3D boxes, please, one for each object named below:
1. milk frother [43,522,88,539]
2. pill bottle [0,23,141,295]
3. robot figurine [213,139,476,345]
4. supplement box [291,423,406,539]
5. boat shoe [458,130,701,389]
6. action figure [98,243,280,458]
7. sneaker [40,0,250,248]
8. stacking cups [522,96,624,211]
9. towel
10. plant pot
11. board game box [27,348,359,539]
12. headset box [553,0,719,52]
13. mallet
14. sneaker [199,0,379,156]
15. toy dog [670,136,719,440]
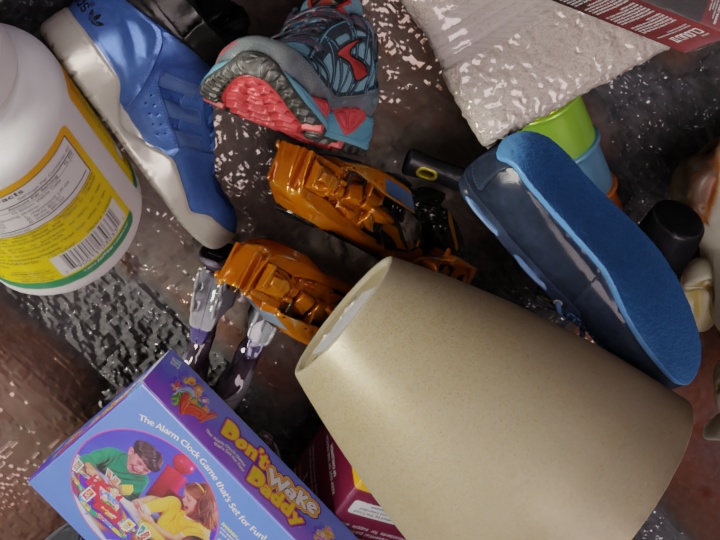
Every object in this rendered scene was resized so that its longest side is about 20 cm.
[{"bbox_3d":[-0.184,0.308,1.432,0.188,0.200,0.180,43,112,-13],"label":"milk frother"},{"bbox_3d":[-0.211,-0.074,1.254,0.113,0.113,0.200,-29,151,1],"label":"pill bottle"},{"bbox_3d":[0.000,0.000,1.385,0.200,0.058,0.145,28,86,-46],"label":"robot figurine"},{"bbox_3d":[0.000,0.181,1.465,0.110,0.086,0.200,17,130,-22],"label":"supplement box"},{"bbox_3d":[0.140,-0.005,1.359,0.069,0.084,0.200,-24,108,41],"label":"boat shoe"},{"bbox_3d":[-0.104,0.083,1.427,0.130,0.069,0.200,18,104,-6],"label":"action figure"},{"bbox_3d":[-0.101,-0.108,1.332,0.111,0.077,0.200,-36,125,-2],"label":"sneaker"},{"bbox_3d":[0.140,-0.065,1.426,0.060,0.061,0.200,-26,119,-1],"label":"stacking cups"},{"bbox_3d":[0.130,-0.177,1.340,0.200,0.034,0.133,-30,94,-11],"label":"towel"},{"bbox_3d":[0.065,0.089,1.303,0.200,0.187,0.187,40,102,-8],"label":"plant pot"},{"bbox_3d":[-0.101,0.165,1.395,0.200,0.045,0.134,46,125,-6],"label":"board game box"},{"bbox_3d":[0.161,-0.230,1.293,0.200,0.077,0.149,20,84,-11],"label":"headset box"},{"bbox_3d":[0.121,-0.032,1.407,0.200,0.041,0.066,14,131,-1],"label":"mallet"},{"bbox_3d":[-0.037,-0.130,1.294,0.079,0.200,0.096,15,90,13],"label":"sneaker"},{"bbox_3d":[0.273,0.004,1.435,0.139,0.194,0.200,-15,86,8],"label":"toy dog"}]
